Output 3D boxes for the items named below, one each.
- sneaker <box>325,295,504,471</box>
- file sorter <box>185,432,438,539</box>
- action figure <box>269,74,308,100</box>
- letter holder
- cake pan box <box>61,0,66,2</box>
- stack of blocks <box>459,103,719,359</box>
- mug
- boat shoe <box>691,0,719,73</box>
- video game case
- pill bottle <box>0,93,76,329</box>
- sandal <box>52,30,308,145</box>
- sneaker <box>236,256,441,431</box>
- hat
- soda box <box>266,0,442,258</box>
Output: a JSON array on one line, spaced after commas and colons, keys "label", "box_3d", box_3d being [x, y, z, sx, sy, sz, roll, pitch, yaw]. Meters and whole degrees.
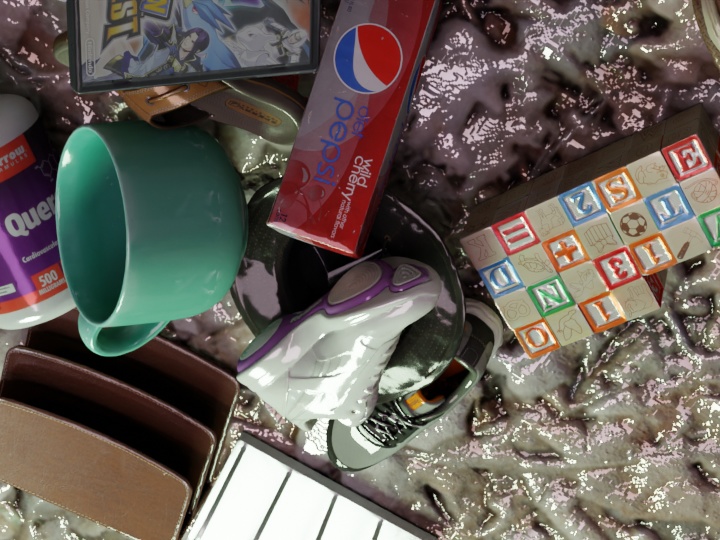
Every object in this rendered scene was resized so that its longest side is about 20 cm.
[{"label": "sneaker", "box_3d": [0.034, 0.102, 1.312, 0.074, 0.080, 0.200, 38, 122, -9]}, {"label": "file sorter", "box_3d": [-0.059, 0.268, 1.402, 0.199, 0.125, 0.139, 29, 121, 0]}, {"label": "action figure", "box_3d": [-0.114, -0.175, 1.225, 0.199, 0.052, 0.066, 35, 116, -7]}, {"label": "letter holder", "box_3d": [-0.219, 0.126, 1.382, 0.198, 0.101, 0.143, 22, 119, 5]}, {"label": "cake pan box", "box_3d": [-0.154, -0.273, 1.154, 0.198, 0.052, 0.186, 16, 103, 6]}, {"label": "stack of blocks", "box_3d": [0.190, -0.026, 1.210, 0.199, 0.059, 0.116, -24, 109, 26]}, {"label": "mug", "box_3d": [-0.161, -0.032, 1.242, 0.185, 0.113, 0.154, -37, 64, 57]}, {"label": "boat shoe", "box_3d": [0.305, -0.131, 1.118, 0.074, 0.075, 0.203, -28, 119, 24]}, {"label": "video game case", "box_3d": [-0.111, -0.227, 1.093, 0.179, 0.025, 0.202, -8, 114, -23]}, {"label": "pill bottle", "box_3d": [-0.289, -0.061, 1.295, 0.111, 0.113, 0.201, -14, 113, 22]}, {"label": "sandal", "box_3d": [-0.130, -0.126, 1.179, 0.198, 0.055, 0.082, 22, 158, -18]}, {"label": "sneaker", "box_3d": [-0.001, 0.057, 1.207, 0.199, 0.075, 0.100, -31, 107, 39]}, {"label": "hat", "box_3d": [0.000, 0.000, 1.262, 0.199, 0.081, 0.203, 10, 118, 20]}, {"label": "soda box", "box_3d": [-0.002, -0.114, 1.161, 0.069, 0.063, 0.202, 18, 90, 5]}]
